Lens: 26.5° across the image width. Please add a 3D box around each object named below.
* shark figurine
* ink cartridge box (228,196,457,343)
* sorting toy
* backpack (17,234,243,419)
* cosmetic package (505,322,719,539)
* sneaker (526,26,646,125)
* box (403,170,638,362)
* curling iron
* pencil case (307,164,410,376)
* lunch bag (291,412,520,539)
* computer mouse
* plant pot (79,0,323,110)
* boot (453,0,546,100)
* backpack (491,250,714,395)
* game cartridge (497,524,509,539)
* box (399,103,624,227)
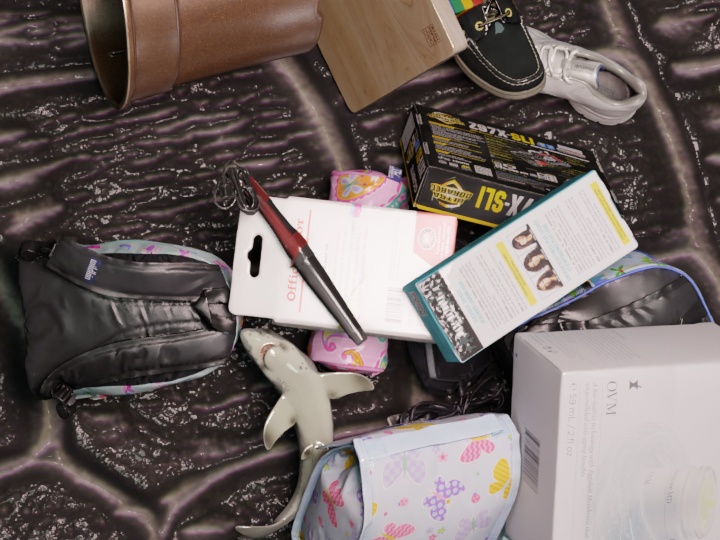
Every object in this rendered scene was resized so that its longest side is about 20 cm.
[{"bbox_3d":[-0.060,0.159,1.469,0.127,0.089,0.216,1,97,-13],"label":"shark figurine"},{"bbox_3d":[-0.018,-0.002,1.411,0.198,0.067,0.117,7,85,-4],"label":"ink cartridge box"},{"bbox_3d":[0.020,-0.279,1.460,0.069,0.198,0.201,-27,93,-31],"label":"sorting toy"},{"bbox_3d":[-0.209,0.037,1.420,0.198,0.127,0.168,-4,102,-2],"label":"backpack"},{"bbox_3d":[0.246,0.161,1.372,0.199,0.123,0.201,-3,105,-15],"label":"cosmetic package"},{"bbox_3d":[0.199,-0.206,1.538,0.199,0.087,0.075,15,86,-9],"label":"sneaker"},{"bbox_3d":[0.144,-0.004,1.373,0.199,0.049,0.083,-32,94,-12],"label":"box"},{"bbox_3d":[-0.062,-0.013,1.359,0.200,0.026,0.050,51,48,-2],"label":"curling iron"},{"bbox_3d":[0.000,0.000,1.489,0.087,0.087,0.202,9,84,-11],"label":"pencil case"},{"bbox_3d":[0.044,0.205,1.409,0.169,0.201,0.128,-10,51,-26],"label":"lunch bag"},{"bbox_3d":[0.077,0.064,1.514,0.138,0.053,0.202,-8,95,-31],"label":"computer mouse"},{"bbox_3d":[-0.149,-0.266,1.428,0.197,0.200,0.202,-12,90,-20],"label":"plant pot"},{"bbox_3d":[0.113,-0.275,1.454,0.073,0.154,0.204,-23,60,-11],"label":"boot"},{"bbox_3d":[0.237,0.077,1.493,0.199,0.147,0.184,-26,106,-6],"label":"backpack"},{"bbox_3d":[0.229,0.252,1.547,0.199,0.042,0.134,11,89,-10],"label":"game cartridge"},{"bbox_3d":[0.144,-0.090,1.485,0.199,0.160,0.050,13,114,-11],"label":"box"}]
